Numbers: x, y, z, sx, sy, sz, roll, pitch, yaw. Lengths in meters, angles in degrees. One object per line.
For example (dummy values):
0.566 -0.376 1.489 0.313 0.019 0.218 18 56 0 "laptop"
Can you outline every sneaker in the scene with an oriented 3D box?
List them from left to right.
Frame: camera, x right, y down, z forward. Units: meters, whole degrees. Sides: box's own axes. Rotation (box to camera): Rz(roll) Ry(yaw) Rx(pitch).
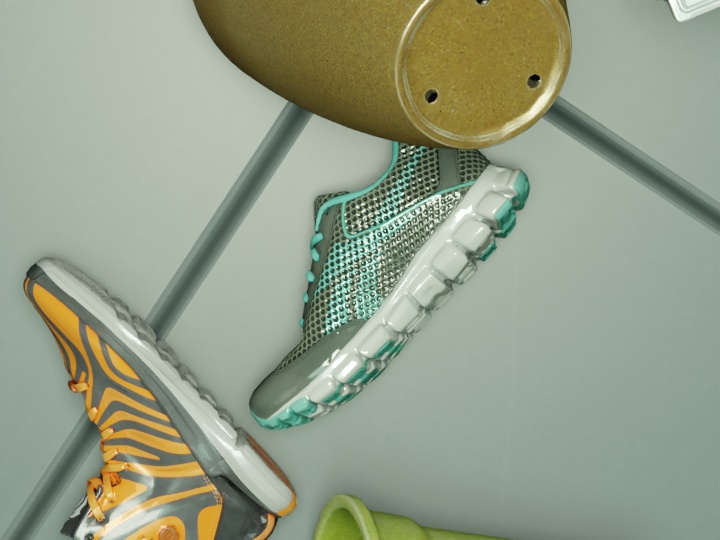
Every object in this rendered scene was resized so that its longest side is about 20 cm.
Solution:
-0.137 0.093 1.522 0.112 0.078 0.200 -42 95 2 "sneaker"
0.000 0.000 1.529 0.091 0.078 0.200 42 90 11 "sneaker"

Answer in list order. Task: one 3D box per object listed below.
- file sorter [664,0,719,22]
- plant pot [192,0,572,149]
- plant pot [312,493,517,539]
0.224 -0.231 1.431 0.200 0.125 0.139 -22 97 2 "file sorter"
0.028 -0.141 1.413 0.186 0.200 0.186 -8 116 -18 "plant pot"
0.076 0.220 1.495 0.184 0.200 0.200 1 95 -13 "plant pot"
